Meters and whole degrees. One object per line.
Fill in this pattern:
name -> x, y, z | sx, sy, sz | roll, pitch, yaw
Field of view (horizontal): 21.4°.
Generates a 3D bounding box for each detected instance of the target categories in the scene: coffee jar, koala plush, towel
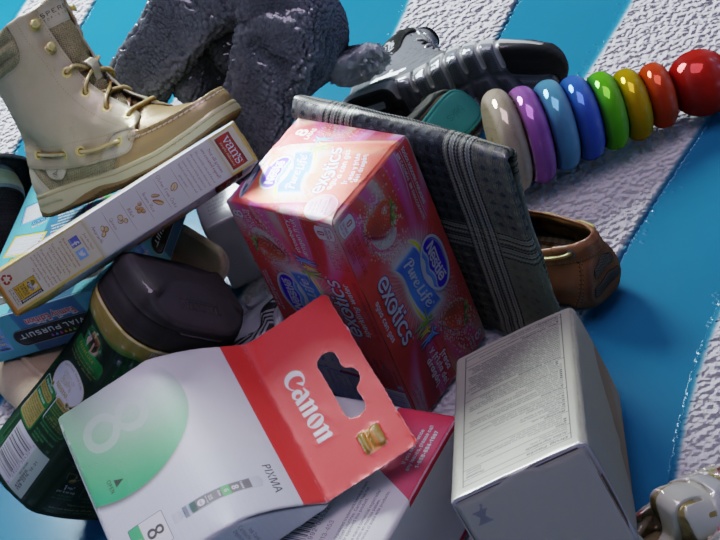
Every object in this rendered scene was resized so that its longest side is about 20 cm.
coffee jar -> -0.172, 0.080, 1.347 | 0.200, 0.104, 0.085 | -54, 50, 20
koala plush -> -0.068, -0.186, 1.535 | 0.177, 0.184, 0.200 | 34, 21, 15
towel -> 0.055, -0.037, 1.375 | 0.192, 0.200, 0.035 | 16, 53, 34

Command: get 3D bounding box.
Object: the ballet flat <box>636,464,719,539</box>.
ballet flat -> 0.182, 0.173, 1.173 | 0.200, 0.064, 0.076 | -37, 42, -19

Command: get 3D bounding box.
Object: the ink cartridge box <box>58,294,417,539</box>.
ink cartridge box -> -0.084, 0.107, 1.239 | 0.200, 0.050, 0.161 | -35, 47, 2

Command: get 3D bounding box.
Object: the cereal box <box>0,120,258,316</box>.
cereal box -> -0.167, -0.037, 1.365 | 0.200, 0.040, 0.144 | -32, 3, -4

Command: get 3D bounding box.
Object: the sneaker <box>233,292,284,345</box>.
sneaker -> -0.094, 0.050, 1.441 | 0.115, 0.075, 0.200 | 16, 54, 35

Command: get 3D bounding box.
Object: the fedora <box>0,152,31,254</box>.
fedora -> -0.342, -0.011, 1.603 | 0.200, 0.201, 0.092 | -29, 72, -9

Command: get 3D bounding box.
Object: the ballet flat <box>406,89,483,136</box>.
ballet flat -> 0.040, -0.086, 1.520 | 0.064, 0.067, 0.200 | -47, -3, 35

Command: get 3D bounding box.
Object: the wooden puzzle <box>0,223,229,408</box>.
wooden puzzle -> -0.211, 0.035, 1.530 | 0.200, 0.037, 0.185 | -40, 29, -13

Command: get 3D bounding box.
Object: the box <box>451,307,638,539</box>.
box -> 0.115, 0.111, 1.211 | 0.095, 0.078, 0.200 | -25, 19, 15

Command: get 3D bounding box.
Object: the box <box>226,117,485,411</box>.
box -> 0.000, 0.000, 1.355 | 0.103, 0.200, 0.095 | 13, 51, 38

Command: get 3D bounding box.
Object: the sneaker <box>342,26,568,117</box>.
sneaker -> 0.079, -0.181, 1.636 | 0.200, 0.075, 0.116 | -12, 37, 14

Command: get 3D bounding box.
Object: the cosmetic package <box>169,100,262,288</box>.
cosmetic package -> -0.094, -0.083, 1.602 | 0.101, 0.071, 0.200 | -23, 38, 1

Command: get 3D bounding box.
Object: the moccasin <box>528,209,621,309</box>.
moccasin -> 0.102, -0.026, 1.432 | 0.074, 0.078, 0.201 | -41, 38, -24

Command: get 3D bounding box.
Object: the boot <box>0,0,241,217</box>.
boot -> -0.197, -0.141, 1.450 | 0.200, 0.156, 0.073 | -21, 4, 35

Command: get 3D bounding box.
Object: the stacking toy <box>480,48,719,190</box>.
stacking toy -> 0.201, -0.128, 1.519 | 0.200, 0.085, 0.085 | -17, 38, -4

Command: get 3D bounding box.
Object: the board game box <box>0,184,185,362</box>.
board game box -> -0.215, -0.028, 1.526 | 0.151, 0.047, 0.200 | -15, 39, 29

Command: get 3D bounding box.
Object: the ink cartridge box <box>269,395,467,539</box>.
ink cartridge box -> -0.039, 0.161, 1.276 | 0.200, 0.084, 0.145 | 7, 47, 31
